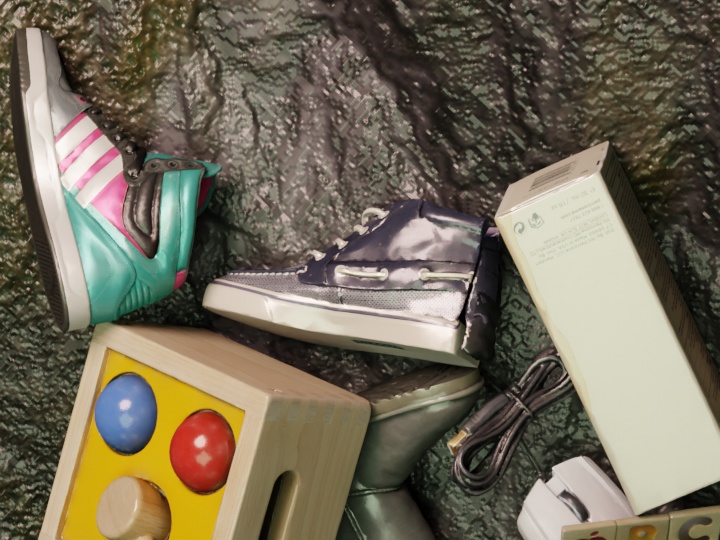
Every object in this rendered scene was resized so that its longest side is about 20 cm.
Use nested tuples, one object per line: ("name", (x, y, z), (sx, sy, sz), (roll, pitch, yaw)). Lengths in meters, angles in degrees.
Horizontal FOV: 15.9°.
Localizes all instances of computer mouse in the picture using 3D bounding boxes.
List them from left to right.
("computer mouse", (0.139, 0.156, 1.606), (0.110, 0.044, 0.201), (-40, 107, -21))

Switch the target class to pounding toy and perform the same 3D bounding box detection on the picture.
("pounding toy", (-0.107, 0.152, 1.587), (0.183, 0.142, 0.201), (21, 98, 39))

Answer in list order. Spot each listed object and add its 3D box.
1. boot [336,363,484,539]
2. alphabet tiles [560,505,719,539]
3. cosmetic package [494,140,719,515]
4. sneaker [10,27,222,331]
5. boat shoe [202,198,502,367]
("boot", (0.038, 0.171, 1.649), (0.181, 0.072, 0.201), (-23, 92, 34))
("alphabet tiles", (0.166, 0.222, 1.600), (0.165, 0.006, 0.201), (-6, 132, -8))
("cosmetic package", (0.158, 0.033, 1.556), (0.073, 0.104, 0.201), (-23, 98, 14))
("sneaker", (-0.150, -0.066, 1.627), (0.120, 0.084, 0.201), (-9, 73, -16))
("boat shoe", (0.000, 0.000, 1.619), (0.199, 0.075, 0.093), (9, 81, 22))
